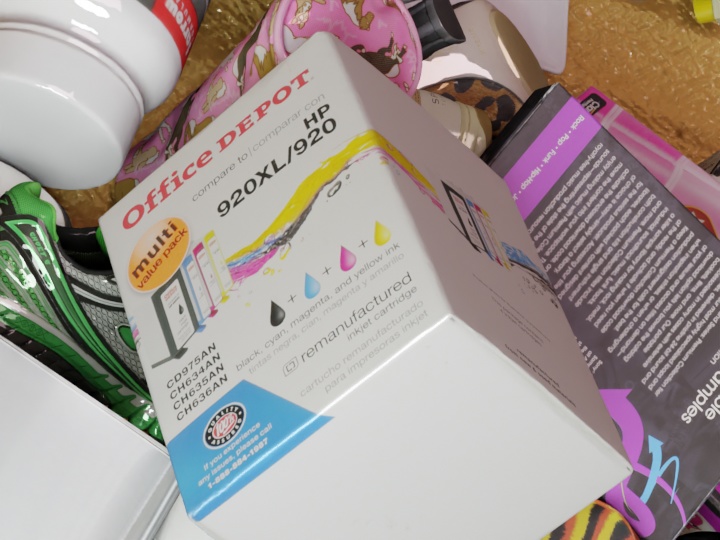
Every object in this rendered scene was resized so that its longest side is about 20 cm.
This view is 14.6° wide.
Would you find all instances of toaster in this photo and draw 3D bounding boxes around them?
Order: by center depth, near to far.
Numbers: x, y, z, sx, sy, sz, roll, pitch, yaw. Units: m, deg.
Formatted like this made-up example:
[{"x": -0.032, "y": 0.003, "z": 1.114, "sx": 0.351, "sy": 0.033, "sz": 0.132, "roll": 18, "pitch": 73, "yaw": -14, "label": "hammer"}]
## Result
[{"x": -0.181, "y": 0.092, "z": 1.234, "sx": 0.200, "sy": 0.181, "sz": 0.119, "roll": 35, "pitch": 80, "yaw": -15, "label": "toaster"}]

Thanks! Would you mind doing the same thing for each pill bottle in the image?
[{"x": -0.130, "y": -0.148, "z": 1.406, "sx": 0.114, "sy": 0.114, "sz": 0.201, "roll": 30, "pitch": 59, "yaw": -19, "label": "pill bottle"}]

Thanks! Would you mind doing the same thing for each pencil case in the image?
[{"x": -0.047, "y": -0.072, "z": 1.375, "sx": 0.083, "sy": 0.200, "sz": 0.087, "roll": -4, "pitch": 68, "yaw": -33, "label": "pencil case"}]

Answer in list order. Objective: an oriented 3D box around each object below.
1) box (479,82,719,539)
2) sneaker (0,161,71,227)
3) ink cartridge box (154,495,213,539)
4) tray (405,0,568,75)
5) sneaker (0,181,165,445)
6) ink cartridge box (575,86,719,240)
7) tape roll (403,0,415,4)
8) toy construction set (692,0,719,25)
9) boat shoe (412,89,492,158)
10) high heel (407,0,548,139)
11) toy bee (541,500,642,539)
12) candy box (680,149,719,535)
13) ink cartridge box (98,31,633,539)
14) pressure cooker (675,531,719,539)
[{"x": 0.120, "y": 0.026, "z": 1.410, "sx": 0.200, "sy": 0.036, "sz": 0.143, "roll": 43, "pitch": 76, "yaw": -10, "label": "box"}, {"x": -0.222, "y": -0.049, "z": 1.337, "sx": 0.200, "sy": 0.080, "sz": 0.074, "roll": 26, "pitch": 59, "yaw": -24, "label": "sneaker"}, {"x": -0.080, "y": 0.195, "z": 1.302, "sx": 0.125, "sy": 0.128, "sz": 0.201, "roll": 31, "pitch": 58, "yaw": -18, "label": "ink cartridge box"}, {"x": 0.030, "y": -0.181, "z": 1.574, "sx": 0.199, "sy": 0.022, "sz": 0.108, "roll": 17, "pitch": 64, "yaw": -26, "label": "tray"}, {"x": -0.105, "y": 0.027, "z": 1.353, "sx": 0.200, "sy": 0.078, "sz": 0.085, "roll": 29, "pitch": 102, "yaw": -32, "label": "sneaker"}, {"x": 0.166, "y": -0.010, "z": 1.499, "sx": 0.200, "sy": 0.037, "sz": 0.095, "roll": 40, "pitch": 56, "yaw": 17, "label": "ink cartridge box"}, {"x": -0.017, "y": -0.230, "z": 1.433, "sx": 0.071, "sy": 0.202, "sz": 0.203, "roll": -17, "pitch": 79, "yaw": 8, "label": "tape roll"}, {"x": 0.199, "y": -0.244, "z": 1.645, "sx": 0.201, "sy": 0.092, "sz": 0.131, "roll": 67, "pitch": 18, "yaw": 7, "label": "toy construction set"}, {"x": 0.000, "y": 0.000, "z": 1.429, "sx": 0.066, "sy": 0.074, "sz": 0.201, "roll": 24, "pitch": 80, "yaw": -18, "label": "boat shoe"}, {"x": 0.019, "y": -0.089, "z": 1.524, "sx": 0.200, "sy": 0.142, "sz": 0.072, "roll": 21, "pitch": 46, "yaw": -62, "label": "high heel"}, {"x": 0.040, "y": 0.159, "z": 1.398, "sx": 0.199, "sy": 0.131, "sz": 0.109, "roll": -20, "pitch": 50, "yaw": -12, "label": "toy bee"}, {"x": 0.199, "y": 0.041, "z": 1.571, "sx": 0.136, "sy": 0.061, "sz": 0.200, "roll": 45, "pitch": 56, "yaw": -7, "label": "candy box"}, {"x": -0.003, "y": 0.029, "z": 1.239, "sx": 0.145, "sy": 0.147, "sz": 0.200, "roll": 39, "pitch": 19, "yaw": -40, "label": "ink cartridge box"}, {"x": 0.193, "y": 0.230, "z": 1.419, "sx": 0.178, "sy": 0.175, "sz": 0.201, "roll": -12, "pitch": 89, "yaw": -59, "label": "pressure cooker"}]
